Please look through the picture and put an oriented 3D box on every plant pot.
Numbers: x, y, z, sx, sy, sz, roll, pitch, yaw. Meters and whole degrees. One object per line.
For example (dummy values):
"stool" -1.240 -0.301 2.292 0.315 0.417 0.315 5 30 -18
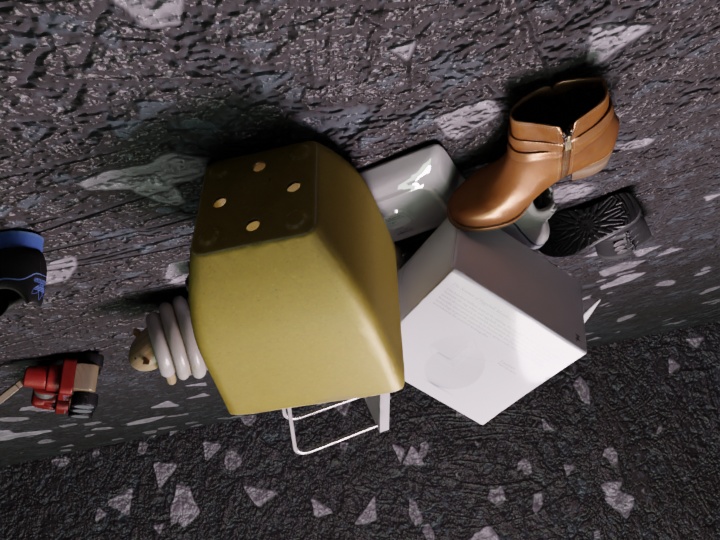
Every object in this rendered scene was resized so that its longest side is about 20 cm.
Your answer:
"plant pot" -0.069 -0.005 0.622 0.189 0.199 0.203 -9 140 9

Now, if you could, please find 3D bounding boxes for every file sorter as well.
"file sorter" -0.055 0.092 0.773 0.121 0.202 0.142 -15 136 -15

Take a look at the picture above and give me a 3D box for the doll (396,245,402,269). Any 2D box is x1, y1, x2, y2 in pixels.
"doll" 0.000 0.000 0.921 0.134 0.050 0.199 -23 176 -33

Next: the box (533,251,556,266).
"box" 0.171 0.044 0.905 0.134 0.038 0.202 28 119 -8

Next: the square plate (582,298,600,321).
"square plate" 0.266 0.132 0.963 0.196 0.029 0.201 -38 159 -13

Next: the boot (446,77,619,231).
"boot" 0.165 -0.113 0.642 0.194 0.079 0.155 -17 163 17

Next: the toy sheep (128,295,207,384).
"toy sheep" -0.255 0.100 0.960 0.195 0.141 0.138 -22 168 -20

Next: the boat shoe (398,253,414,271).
"boat shoe" 0.092 0.017 0.991 0.064 0.076 0.200 -26 167 25

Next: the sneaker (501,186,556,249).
"sneaker" 0.219 -0.076 0.808 0.069 0.075 0.198 -20 163 28

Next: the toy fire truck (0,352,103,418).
"toy fire truck" -0.593 0.226 1.172 0.194 0.133 0.175 10 156 -25

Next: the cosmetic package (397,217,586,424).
"cosmetic package" 0.142 0.061 0.799 0.196 0.125 0.200 30 134 -13

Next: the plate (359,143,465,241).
"plate" 0.034 -0.072 0.764 0.194 0.033 0.199 -19 163 19

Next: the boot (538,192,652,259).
"boot" 0.377 -0.055 1.016 0.161 0.068 0.198 -18 167 25

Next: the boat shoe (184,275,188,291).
"boat shoe" -0.139 0.014 0.849 0.193 0.076 0.065 -13 167 0

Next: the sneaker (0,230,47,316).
"sneaker" -0.423 0.020 0.661 0.194 0.080 0.070 -14 164 7
